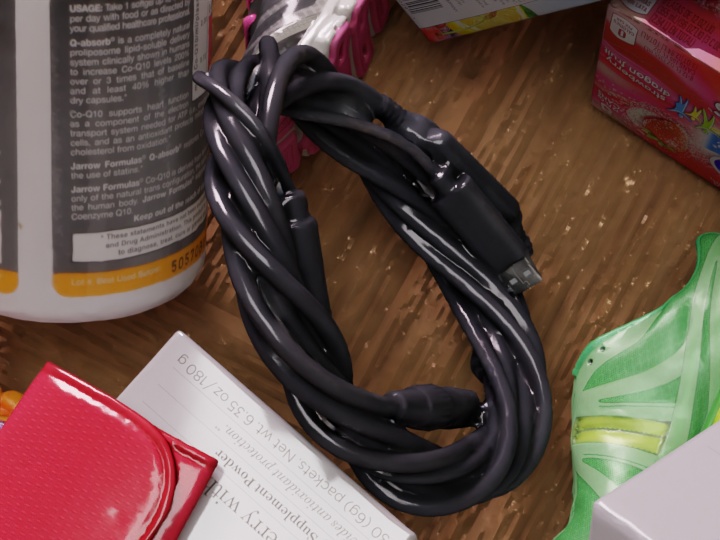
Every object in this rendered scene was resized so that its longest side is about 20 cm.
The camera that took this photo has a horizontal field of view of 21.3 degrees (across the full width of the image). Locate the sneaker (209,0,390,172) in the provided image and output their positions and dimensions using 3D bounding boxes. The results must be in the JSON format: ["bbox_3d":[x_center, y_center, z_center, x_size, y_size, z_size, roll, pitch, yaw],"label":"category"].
[{"bbox_3d":[-0.032,-0.130,0.824,0.087,0.074,0.200,20,71,9],"label":"sneaker"}]

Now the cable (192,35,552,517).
[{"bbox_3d":[0.000,0.000,0.724,0.051,0.200,0.163,-22,39,36],"label":"cable"}]

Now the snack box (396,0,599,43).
[{"bbox_3d":[0.113,-0.185,0.753,0.068,0.200,0.169,46,57,-28],"label":"snack box"}]

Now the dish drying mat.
[{"bbox_3d":[-0.131,0.133,0.656,0.077,0.018,0.200,28,77,15],"label":"dish drying mat"}]

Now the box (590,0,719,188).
[{"bbox_3d":[0.201,-0.069,0.774,0.200,0.100,0.096,35,75,13],"label":"box"}]

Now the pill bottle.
[{"bbox_3d":[-0.115,-0.090,0.746,0.116,0.116,0.201,7,115,6],"label":"pill bottle"}]

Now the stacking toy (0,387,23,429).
[{"bbox_3d":[-0.193,0.038,0.781,0.200,0.110,0.116,31,81,0],"label":"stacking toy"}]

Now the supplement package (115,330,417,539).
[{"bbox_3d":[-0.083,0.146,0.720,0.121,0.120,0.200,39,80,14],"label":"supplement package"}]

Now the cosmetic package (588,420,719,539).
[{"bbox_3d":[0.182,0.091,0.687,0.200,0.071,0.101,-26,46,-33],"label":"cosmetic package"}]

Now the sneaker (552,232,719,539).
[{"bbox_3d":[0.116,0.072,0.765,0.083,0.074,0.200,30,80,37],"label":"sneaker"}]
